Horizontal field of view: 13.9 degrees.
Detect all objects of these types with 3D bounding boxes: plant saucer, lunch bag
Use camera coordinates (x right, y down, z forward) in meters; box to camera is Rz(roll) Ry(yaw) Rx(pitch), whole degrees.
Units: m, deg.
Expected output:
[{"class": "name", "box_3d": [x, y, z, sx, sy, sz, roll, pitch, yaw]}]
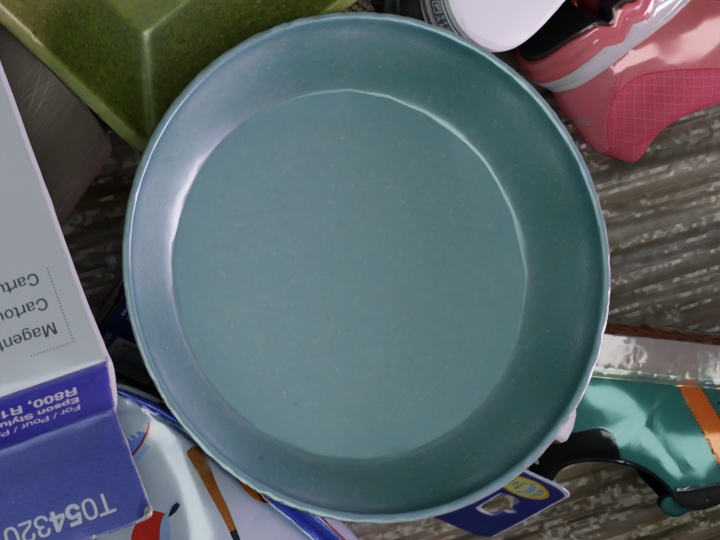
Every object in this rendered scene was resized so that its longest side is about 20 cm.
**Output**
[{"class": "plant saucer", "box_3d": [0.000, 0.000, 1.165, 0.199, 0.036, 0.202, 3, 81, -17]}, {"class": "lunch bag", "box_3d": [-0.090, 0.111, 1.217, 0.200, 0.170, 0.124, 44, 81, -16]}, {"class": "plant saucer", "box_3d": [-0.070, -0.170, 1.126, 0.200, 0.048, 0.200, -37, 128, 12]}]

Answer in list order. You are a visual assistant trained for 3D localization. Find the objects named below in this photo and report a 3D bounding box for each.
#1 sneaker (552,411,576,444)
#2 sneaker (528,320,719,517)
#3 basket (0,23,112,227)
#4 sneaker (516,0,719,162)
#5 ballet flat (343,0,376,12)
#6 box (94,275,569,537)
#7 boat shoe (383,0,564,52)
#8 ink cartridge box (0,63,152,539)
[{"class": "sneaker", "box_3d": [0.019, -0.003, 1.265, 0.199, 0.073, 0.085, 33, 84, -3]}, {"class": "sneaker", "box_3d": [0.166, 0.072, 1.326, 0.198, 0.071, 0.081, 9, 96, -6]}, {"class": "basket", "box_3d": [-0.207, -0.015, 1.190, 0.180, 0.136, 0.200, 37, 79, 22]}, {"class": "sneaker", "box_3d": [0.165, -0.124, 1.306, 0.200, 0.074, 0.087, -35, 117, -2]}, {"class": "ballet flat", "box_3d": [-0.035, -0.170, 1.252, 0.075, 0.068, 0.201, -29, 108, -30]}, {"class": "box", "box_3d": [-0.013, 0.052, 1.239, 0.199, 0.121, 0.033, 26, 70, -8]}, {"class": "boat shoe", "box_3d": [0.088, -0.161, 1.275, 0.200, 0.068, 0.072, -45, 115, -24]}, {"class": "ink cartridge box", "box_3d": [-0.199, 0.028, 1.094, 0.195, 0.043, 0.201, -20, 78, -10]}]
